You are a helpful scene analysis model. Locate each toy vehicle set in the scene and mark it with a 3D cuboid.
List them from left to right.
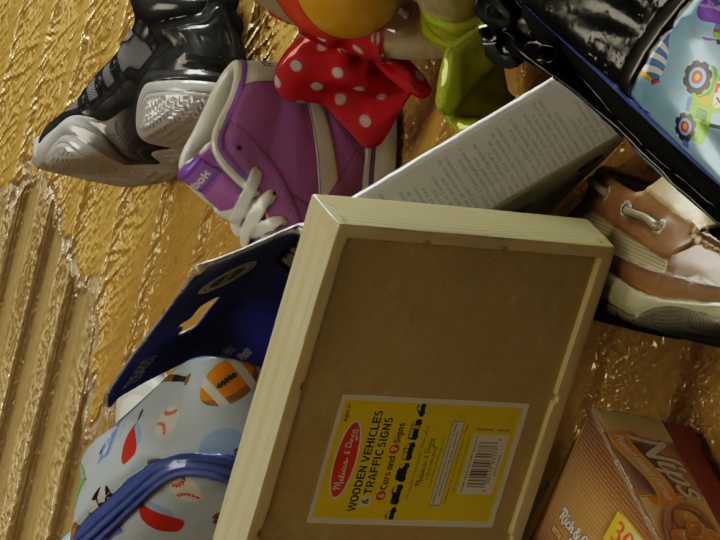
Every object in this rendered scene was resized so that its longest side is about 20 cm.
[{"bbox_3d":[0.014,0.070,1.090,0.027,0.123,0.201,48,126,54],"label":"toy vehicle set"}]

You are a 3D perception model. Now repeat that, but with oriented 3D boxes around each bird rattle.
[{"bbox_3d":[0.007,-0.133,1.291,0.199,0.163,0.113,15,75,53],"label":"bird rattle"}]

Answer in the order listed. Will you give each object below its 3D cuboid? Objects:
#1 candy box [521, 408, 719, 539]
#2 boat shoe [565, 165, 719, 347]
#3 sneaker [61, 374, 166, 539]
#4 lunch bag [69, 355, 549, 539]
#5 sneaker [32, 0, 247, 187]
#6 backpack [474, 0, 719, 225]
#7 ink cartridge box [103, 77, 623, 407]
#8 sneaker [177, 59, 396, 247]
[{"bbox_3d":[0.089,0.170,1.121,0.201,0.055,0.116,-64,31,29],"label":"candy box"},{"bbox_3d":[0.134,-0.009,1.085,0.200,0.075,0.074,12,88,61],"label":"boat shoe"},{"bbox_3d":[-0.128,0.142,1.509,0.075,0.086,0.201,-46,41,48],"label":"sneaker"},{"bbox_3d":[-0.022,0.119,1.208,0.160,0.199,0.076,-43,31,46],"label":"lunch bag"},{"bbox_3d":[-0.122,-0.117,1.604,0.199,0.075,0.115,-15,67,53],"label":"sneaker"},{"bbox_3d":[0.166,-0.069,0.941,0.135,0.182,0.200,-56,49,16],"label":"backpack"},{"bbox_3d":[0.000,0.000,1.173,0.041,0.199,0.200,58,158,7],"label":"ink cartridge box"},{"bbox_3d":[-0.041,-0.009,1.369,0.073,0.114,0.202,-36,51,50],"label":"sneaker"}]
